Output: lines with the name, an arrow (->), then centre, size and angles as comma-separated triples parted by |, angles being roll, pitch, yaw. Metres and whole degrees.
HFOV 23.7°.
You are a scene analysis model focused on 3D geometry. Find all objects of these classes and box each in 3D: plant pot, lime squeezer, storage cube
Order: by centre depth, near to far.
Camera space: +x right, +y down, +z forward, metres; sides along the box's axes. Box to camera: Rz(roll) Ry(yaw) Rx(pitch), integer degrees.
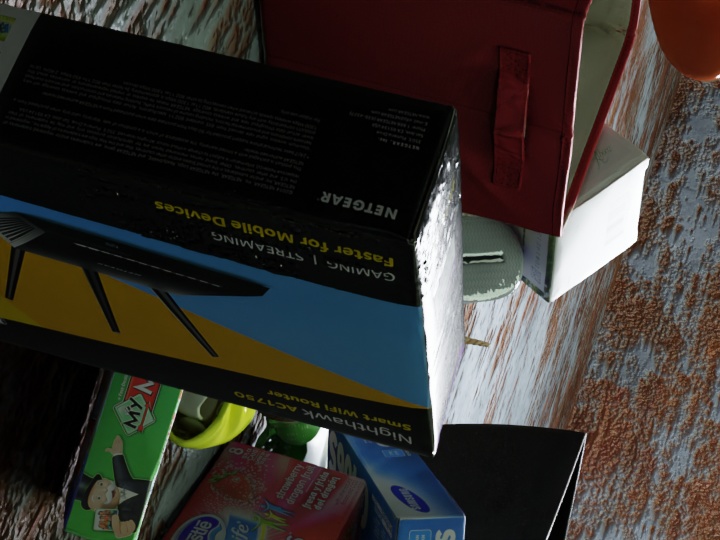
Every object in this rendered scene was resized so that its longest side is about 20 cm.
storage cube -> 0.057, -0.155, 0.952 | 0.172, 0.178, 0.201 | 88, 21, -52
lime squeezer -> -0.041, 0.117, 1.082 | 0.201, 0.037, 0.071 | 112, -28, -48
plant pot -> 0.076, 0.248, 1.483 | 0.200, 0.175, 0.202 | -56, 156, -53

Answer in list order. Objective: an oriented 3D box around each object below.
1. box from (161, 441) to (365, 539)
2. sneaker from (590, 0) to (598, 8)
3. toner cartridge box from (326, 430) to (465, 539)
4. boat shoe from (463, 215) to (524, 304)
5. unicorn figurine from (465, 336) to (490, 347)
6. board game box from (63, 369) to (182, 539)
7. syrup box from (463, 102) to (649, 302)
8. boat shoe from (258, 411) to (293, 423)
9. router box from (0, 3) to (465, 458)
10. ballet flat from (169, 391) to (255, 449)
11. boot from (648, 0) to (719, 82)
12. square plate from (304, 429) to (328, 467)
box -> -0.073, 0.200, 0.983 | 0.200, 0.094, 0.101 | -56, 158, -56
sneaker -> 0.122, -0.236, 1.110 | 0.201, 0.087, 0.082 | -123, -153, -45
toner cartridge box -> 0.017, 0.162, 1.070 | 0.200, 0.043, 0.096 | -135, -135, -73
boat shoe -> 0.000, 0.000, 0.975 | 0.062, 0.198, 0.073 | -20, -110, 57
unicorn figurine -> 0.006, 0.035, 1.199 | 0.199, 0.073, 0.139 | -36, 141, -36
board game box -> -0.092, 0.042, 0.725 | 0.200, 0.029, 0.136 | 155, -47, -79
syrup box -> 0.077, -0.081, 1.058 | 0.081, 0.200, 0.079 | -33, 147, -23
boat shoe -> -0.022, -0.004, 1.052 | 0.076, 0.071, 0.202 | 123, -15, -81
router box -> -0.066, -0.014, 0.551 | 0.150, 0.198, 0.052 | 81, 26, -60
ballet flat -> -0.066, -0.001, 0.866 | 0.067, 0.066, 0.202 | -28, 134, -66
boot -> 0.173, -0.169, 0.895 | 0.108, 0.074, 0.202 | -58, 150, -42
square plate -> -0.014, 0.131, 1.300 | 0.199, 0.028, 0.202 | -62, 161, -46
